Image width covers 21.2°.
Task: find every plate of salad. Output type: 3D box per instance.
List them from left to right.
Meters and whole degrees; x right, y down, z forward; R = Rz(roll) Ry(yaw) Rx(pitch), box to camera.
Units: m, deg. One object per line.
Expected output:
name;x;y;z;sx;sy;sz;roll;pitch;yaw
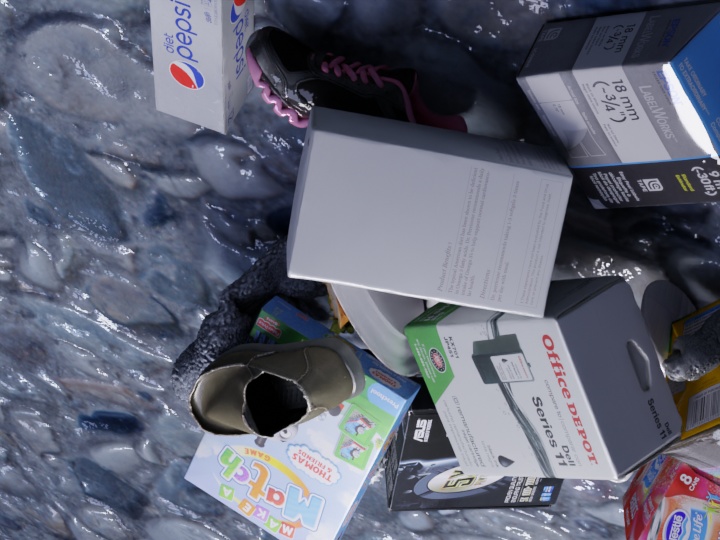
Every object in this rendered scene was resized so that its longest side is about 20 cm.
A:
plate of salad;0.000;0.000;1.637;0.048;0.200;0.200;-25;124;20

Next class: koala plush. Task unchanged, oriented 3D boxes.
koala plush;-0.052;0.109;1.786;0.200;0.184;0.177;39;152;18

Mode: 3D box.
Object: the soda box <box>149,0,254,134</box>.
soda box;-0.129;-0.205;1.572;0.068;0.063;0.200;20;146;12

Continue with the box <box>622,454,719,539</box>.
box;0.293;0.204;1.676;0.095;0.100;0.200;29;-170;2

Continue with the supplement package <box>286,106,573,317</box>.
supplement package;0.049;-0.047;1.482;0.200;0.117;0.117;10;104;-4

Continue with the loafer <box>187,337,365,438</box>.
loafer;-0.085;0.102;1.616;0.200;0.070;0.075;-20;99;46

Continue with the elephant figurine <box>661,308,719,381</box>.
elephant figurine;0.342;0.042;1.421;0.155;0.200;0.142;-2;136;39

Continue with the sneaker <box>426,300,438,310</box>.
sneaker;0.110;-0.006;1.655;0.091;0.078;0.200;19;147;9

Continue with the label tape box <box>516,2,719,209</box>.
label tape box;0.235;-0.120;1.411;0.200;0.063;0.144;-2;136;40

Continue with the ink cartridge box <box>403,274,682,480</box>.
ink cartridge box;0.146;0.088;1.554;0.200;0.083;0.147;-7;108;55

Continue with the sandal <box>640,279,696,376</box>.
sandal;0.276;0.095;1.656;0.059;0.079;0.207;-7;135;39

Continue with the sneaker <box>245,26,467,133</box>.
sneaker;0.002;-0.142;1.555;0.200;0.079;0.095;36;124;-11

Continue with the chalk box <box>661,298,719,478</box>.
chalk box;0.360;0.111;1.555;0.200;0.124;0.124;23;149;-23

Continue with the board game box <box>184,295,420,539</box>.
board game box;-0.054;0.143;1.695;0.151;0.037;0.200;31;121;10

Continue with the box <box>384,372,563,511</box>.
box;0.111;0.140;1.775;0.164;0.086;0.200;0;147;-7

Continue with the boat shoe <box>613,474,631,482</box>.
boat shoe;0.231;0.121;1.733;0.071;0.070;0.200;16;145;20
